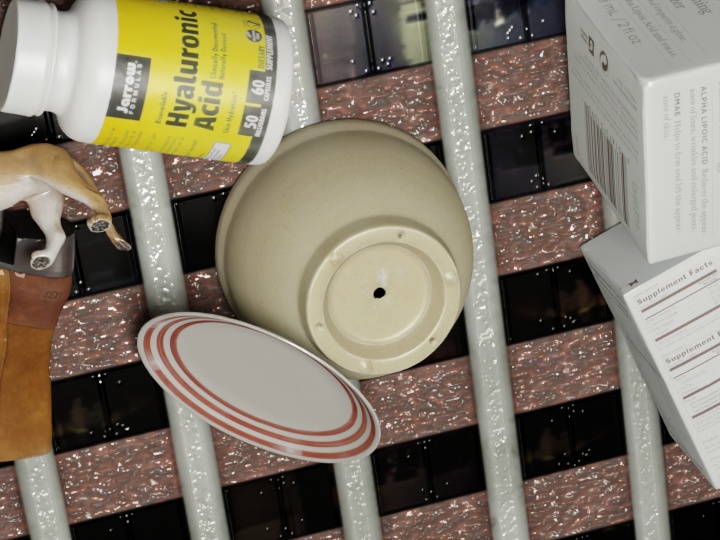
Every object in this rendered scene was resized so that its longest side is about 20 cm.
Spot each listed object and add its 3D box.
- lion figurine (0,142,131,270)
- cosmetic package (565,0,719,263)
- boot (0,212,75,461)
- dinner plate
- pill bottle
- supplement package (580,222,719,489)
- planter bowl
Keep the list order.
[{"bbox_3d":[-0.268,-0.065,1.730,0.200,0.123,0.073,8,134,-27],"label":"lion figurine"},{"bbox_3d":[0.277,-0.134,1.807,0.200,0.165,0.165,-15,127,-11],"label":"cosmetic package"},{"bbox_3d":[-0.314,0.050,1.795,0.188,0.068,0.200,0,118,-24],"label":"boot"},{"bbox_3d":[-0.074,0.084,1.814,0.200,0.200,0.024,38,61,-25],"label":"dinner plate"},{"bbox_3d":[-0.157,-0.141,1.725,0.200,0.111,0.111,6,109,-18],"label":"pill bottle"},{"bbox_3d":[0.277,0.052,1.923,0.109,0.114,0.200,-29,116,-2],"label":"supplement package"},{"bbox_3d":[0.000,0.000,1.813,0.200,0.135,0.201,-5,112,-13],"label":"planter bowl"}]
